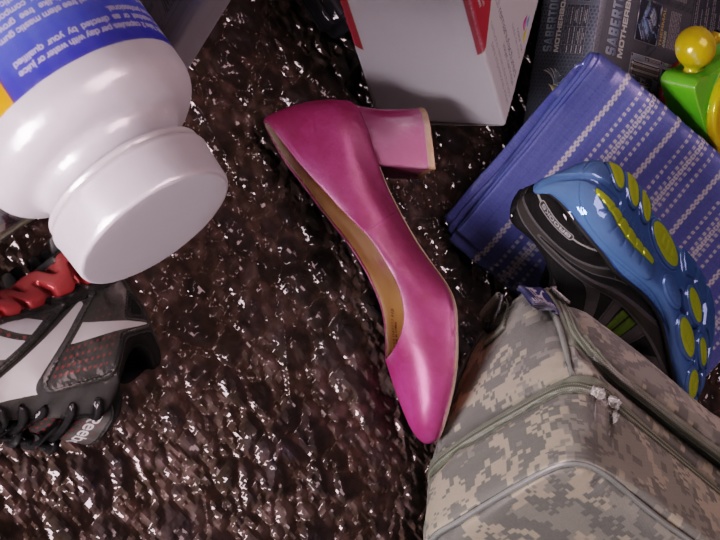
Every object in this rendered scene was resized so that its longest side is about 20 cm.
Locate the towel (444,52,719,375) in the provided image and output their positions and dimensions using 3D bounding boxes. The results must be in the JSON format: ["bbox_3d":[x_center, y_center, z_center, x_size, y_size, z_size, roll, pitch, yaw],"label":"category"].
[{"bbox_3d":[0.164,-0.022,1.506,0.200,0.024,0.145,38,95,-22],"label":"towel"}]

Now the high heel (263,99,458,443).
[{"bbox_3d":[0.000,0.000,1.399,0.096,0.067,0.201,-2,82,-16],"label":"high heel"}]

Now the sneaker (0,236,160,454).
[{"bbox_3d":[-0.171,0.054,1.212,0.200,0.071,0.098,-34,92,-45],"label":"sneaker"}]

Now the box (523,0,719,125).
[{"bbox_3d":[0.182,-0.166,1.563,0.158,0.051,0.201,10,87,-47],"label":"box"}]

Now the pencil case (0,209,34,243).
[{"bbox_3d":[-0.194,-0.042,1.231,0.089,0.078,0.200,38,45,13],"label":"pencil case"}]

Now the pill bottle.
[{"bbox_3d":[-0.150,-0.096,1.167,0.112,0.112,0.200,-18,65,-43],"label":"pill bottle"}]

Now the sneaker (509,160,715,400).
[{"bbox_3d":[0.152,0.013,1.470,0.200,0.083,0.071,55,43,-34],"label":"sneaker"}]

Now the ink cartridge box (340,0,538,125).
[{"bbox_3d":[0.056,-0.208,1.470,0.146,0.083,0.200,69,31,-50],"label":"ink cartridge box"}]

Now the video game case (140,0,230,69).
[{"bbox_3d":[-0.119,-0.188,1.271,0.023,0.200,0.182,-13,74,-24],"label":"video game case"}]

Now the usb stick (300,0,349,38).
[{"bbox_3d":[-0.055,-0.230,1.468,0.200,0.033,0.055,57,38,-5],"label":"usb stick"}]

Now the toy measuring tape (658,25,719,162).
[{"bbox_3d":[0.232,-0.078,1.549,0.074,0.073,0.200,-65,145,-38],"label":"toy measuring tape"}]

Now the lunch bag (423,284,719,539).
[{"bbox_3d":[0.139,0.119,1.408,0.200,0.139,0.168,37,34,-22],"label":"lunch bag"}]
